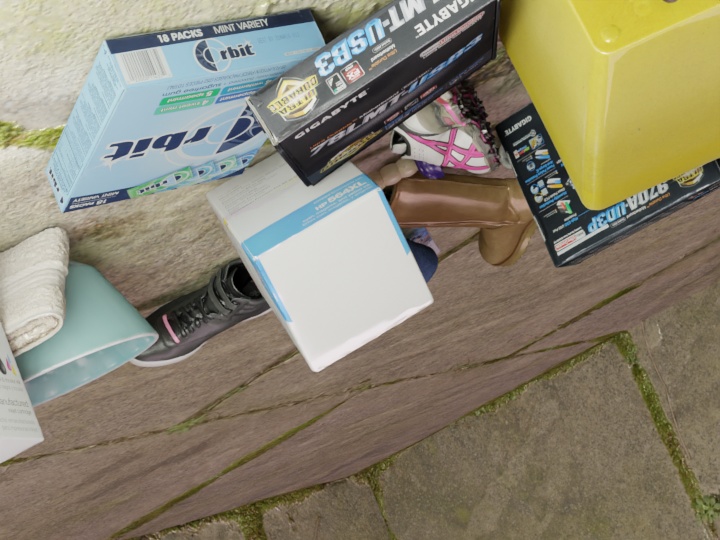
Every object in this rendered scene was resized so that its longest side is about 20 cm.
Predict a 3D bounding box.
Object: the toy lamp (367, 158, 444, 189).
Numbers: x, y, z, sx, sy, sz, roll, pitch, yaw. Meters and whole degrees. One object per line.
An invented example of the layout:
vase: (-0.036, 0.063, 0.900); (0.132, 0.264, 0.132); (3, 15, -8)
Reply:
toy lamp: (-0.015, -0.078, 1.393); (0.199, 0.058, 0.058); (-25, 166, 2)

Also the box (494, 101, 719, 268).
box: (0.241, -0.115, 1.293); (0.200, 0.159, 0.046); (-32, 165, 37)

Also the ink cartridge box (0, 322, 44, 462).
ink cartridge box: (-0.376, 0.071, 1.069); (0.146, 0.201, 0.147); (-27, 166, 11)

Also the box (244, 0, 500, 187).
box: (0.016, -0.151, 1.066); (0.200, 0.050, 0.199); (-34, 175, 0)

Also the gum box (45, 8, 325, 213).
gum box: (-0.139, -0.121, 1.052); (0.169, 0.045, 0.200); (-16, 165, -31)

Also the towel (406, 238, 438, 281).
towel: (0.000, 0.000, 1.504); (0.112, 0.049, 0.200); (-49, 149, 18)

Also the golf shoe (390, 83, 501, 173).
golf shoe: (0.073, -0.137, 1.290); (0.092, 0.073, 0.200); (-21, 157, 17)

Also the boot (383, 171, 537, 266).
boot: (0.101, -0.063, 1.527); (0.199, 0.066, 0.175); (-1, 149, -21)

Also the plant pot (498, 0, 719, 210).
plant pot: (0.226, -0.201, 1.065); (0.199, 0.200, 0.176); (-23, 155, 2)

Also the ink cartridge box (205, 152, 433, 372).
ink cartridge box: (-0.044, -0.027, 1.224); (0.125, 0.129, 0.200); (-30, -151, -6)

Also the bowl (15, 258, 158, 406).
bowl: (-0.307, 0.060, 1.303); (0.200, 0.105, 0.201); (-26, 174, -3)

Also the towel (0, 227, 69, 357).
towel: (-0.343, 0.043, 1.195); (0.200, 0.133, 0.035); (-27, 128, 12)

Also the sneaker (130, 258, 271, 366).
sneaker: (-0.180, 0.042, 1.552); (0.200, 0.071, 0.099); (-25, 165, -17)

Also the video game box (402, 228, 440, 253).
video game box: (0.000, 0.007, 1.648); (0.200, 0.047, 0.182); (-40, 167, 1)

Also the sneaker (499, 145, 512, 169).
sneaker: (0.237, -0.157, 1.463); (0.114, 0.073, 0.200); (-5, 157, -47)
